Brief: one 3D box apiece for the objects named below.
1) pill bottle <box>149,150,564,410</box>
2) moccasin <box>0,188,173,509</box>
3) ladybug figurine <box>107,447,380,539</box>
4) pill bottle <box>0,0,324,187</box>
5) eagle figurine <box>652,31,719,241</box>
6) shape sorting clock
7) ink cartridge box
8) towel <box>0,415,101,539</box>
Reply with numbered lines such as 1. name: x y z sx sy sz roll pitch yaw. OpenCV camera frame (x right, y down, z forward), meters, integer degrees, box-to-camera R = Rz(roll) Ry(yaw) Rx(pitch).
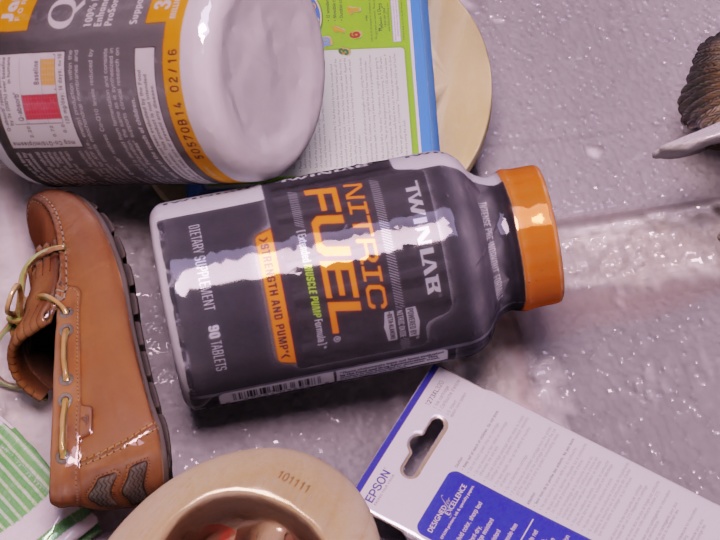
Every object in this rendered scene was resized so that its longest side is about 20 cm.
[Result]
1. pill bottle: 0.000 0.000 1.245 0.198 0.107 0.107 -12 56 -3
2. moccasin: -0.147 0.038 1.238 0.077 0.074 0.202 -9 52 -10
3. ladybug figurine: -0.066 0.174 1.153 0.135 0.072 0.200 27 57 13
4. pill bottle: -0.127 -0.101 1.276 0.199 0.117 0.117 0 50 31
5. eagle figurine: 0.244 -0.091 1.333 0.151 0.151 0.201 8 65 14
6. shape sorting clock: -0.028 -0.095 1.353 0.198 0.039 0.201 1 62 -1
7. ink cartridge box: 0.100 0.130 1.219 0.199 0.037 0.095 28 58 11
8. towel: -0.245 0.101 1.221 0.152 0.023 0.200 -37 66 -25
